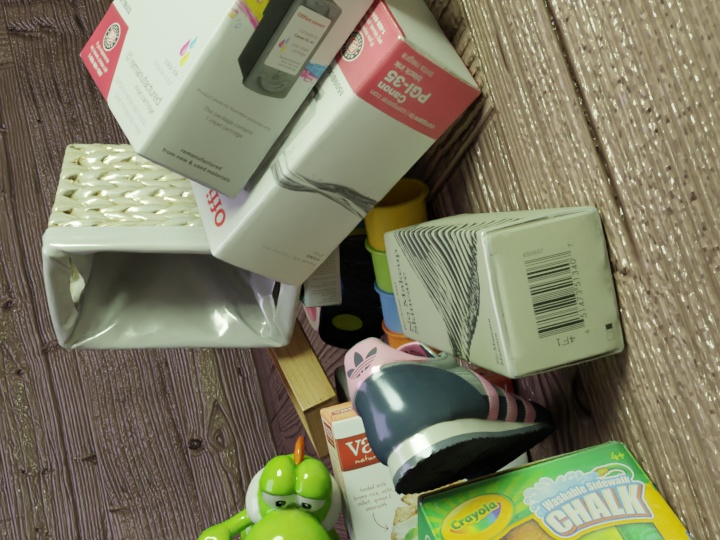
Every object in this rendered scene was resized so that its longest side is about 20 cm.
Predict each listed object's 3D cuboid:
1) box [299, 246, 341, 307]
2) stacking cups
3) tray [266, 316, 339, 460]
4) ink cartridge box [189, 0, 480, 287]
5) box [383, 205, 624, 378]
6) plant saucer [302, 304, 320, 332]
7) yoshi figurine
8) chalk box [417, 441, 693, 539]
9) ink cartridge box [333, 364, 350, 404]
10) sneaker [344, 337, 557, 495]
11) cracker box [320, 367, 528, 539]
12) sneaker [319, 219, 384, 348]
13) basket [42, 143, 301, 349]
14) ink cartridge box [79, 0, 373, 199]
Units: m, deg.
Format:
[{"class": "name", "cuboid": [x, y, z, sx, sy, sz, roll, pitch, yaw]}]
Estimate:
[{"class": "box", "cuboid": [-0.057, -0.059, 0.841, 0.200, 0.036, 0.145, -142, 49, -73]}, {"class": "stacking cups", "cuboid": [0.040, 0.027, 0.779, 0.061, 0.060, 0.201, -128, 25, -63]}, {"class": "tray", "cuboid": [-0.070, 0.072, 0.895, 0.099, 0.037, 0.200, 78, 166, -53]}, {"class": "ink cartridge box", "cuboid": [-0.032, -0.109, 0.651, 0.200, 0.083, 0.147, -45, 47, 24]}, {"class": "box", "cuboid": [0.076, 0.007, 0.564, 0.200, 0.068, 0.083, -177, 75, -77]}, {"class": "plant saucer", "cuboid": [-0.050, -0.003, 1.171, 0.200, 0.051, 0.202, 167, 90, -77]}, {"class": "yoshi figurine", "cuboid": [-0.053, 0.201, 0.662, 0.112, 0.112, 0.200, 55, 160, 25]}, {"class": "chalk box", "cuboid": [0.104, 0.180, 0.488, 0.200, 0.124, 0.124, -119, 20, -49]}, {"class": "ink cartridge box", "cuboid": [0.046, 0.188, 0.851, 0.200, 0.083, 0.146, -124, 24, -61]}, {"class": "sneaker", "cuboid": [0.057, 0.077, 0.547, 0.082, 0.070, 0.200, 57, -166, 23]}, {"class": "cracker box", "cuboid": [0.058, 0.183, 0.671, 0.058, 0.133, 0.201, -174, 71, -79]}, {"class": "sneaker", "cuboid": [0.000, 0.000, 0.886, 0.201, 0.066, 0.079, 101, 174, -52]}, {"class": "basket", "cuboid": [-0.153, -0.020, 0.781, 0.136, 0.199, 0.124, 103, 164, -49]}, {"class": "ink cartridge box", "cuboid": [-0.081, -0.172, 0.601, 0.200, 0.085, 0.148, -54, 44, 15]}]
